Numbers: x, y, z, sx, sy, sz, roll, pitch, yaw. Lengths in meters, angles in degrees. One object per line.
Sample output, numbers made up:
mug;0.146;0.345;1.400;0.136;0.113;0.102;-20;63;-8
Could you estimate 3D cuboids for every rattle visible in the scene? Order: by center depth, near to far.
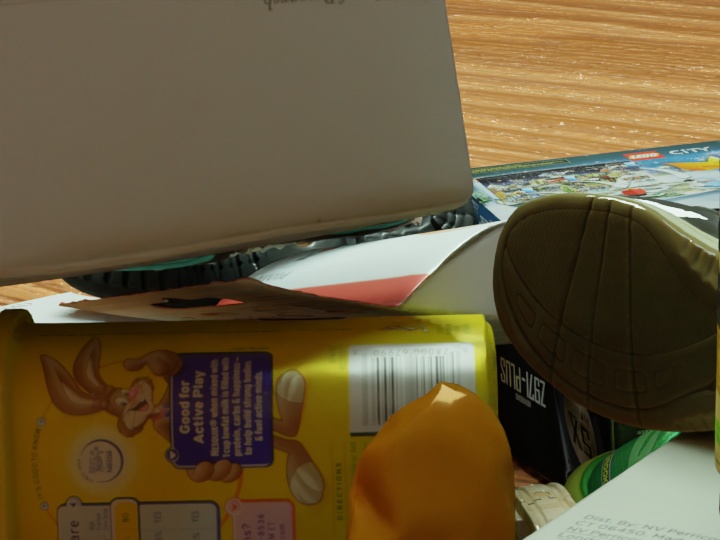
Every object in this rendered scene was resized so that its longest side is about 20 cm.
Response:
rattle;-0.005;0.134;0.674;0.130;0.143;0.200;32;23;27

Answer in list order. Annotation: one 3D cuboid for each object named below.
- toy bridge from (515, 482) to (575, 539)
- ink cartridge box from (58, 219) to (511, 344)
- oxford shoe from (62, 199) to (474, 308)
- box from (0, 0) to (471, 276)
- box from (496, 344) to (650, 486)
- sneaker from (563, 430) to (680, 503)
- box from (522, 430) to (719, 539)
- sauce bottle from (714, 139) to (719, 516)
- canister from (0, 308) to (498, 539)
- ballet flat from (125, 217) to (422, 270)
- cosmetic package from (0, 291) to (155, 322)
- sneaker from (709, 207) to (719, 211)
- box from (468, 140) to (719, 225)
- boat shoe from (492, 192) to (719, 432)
toy bridge;0.070;0.116;0.850;0.027;0.068;0.200;-6;16;-8
ink cartridge box;0.000;0.000;0.926;0.199;0.050;0.162;10;-9;-32
oxford shoe;-0.049;-0.002;1.085;0.199;0.073;0.084;0;-25;-8
box;-0.101;-0.086;0.833;0.199;0.172;0.199;-11;2;-34
box;0.171;0.040;1.073;0.199;0.086;0.164;-9;15;-20
sneaker;0.176;0.074;0.931;0.200;0.074;0.084;-26;-2;-30
box;0.129;0.125;0.683;0.109;0.128;0.200;7;19;34
sauce bottle;0.126;-0.022;0.600;0.064;0.201;0.065;-3;16;1
canister;-0.049;0.088;0.831;0.199;0.149;0.087;-1;10;1
ballet flat;-0.059;-0.041;1.014;0.199;0.072;0.072;-4;14;15
cosmetic package;-0.100;0.069;1.028;0.199;0.085;0.107;10;15;37
sneaker;0.198;0.007;0.772;0.093;0.071;0.200;0;0;-32
box;0.153;-0.027;1.087;0.199;0.038;0.137;-7;15;-10
boat shoe;0.127;0.017;0.720;0.066;0.072;0.201;-2;11;-39
